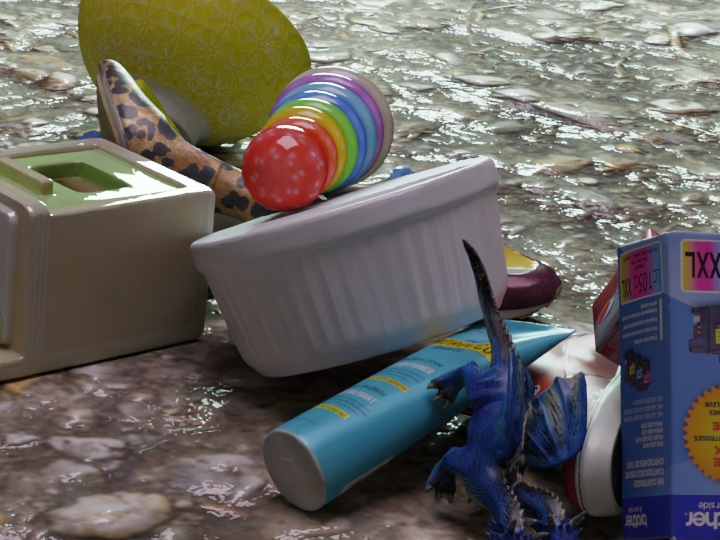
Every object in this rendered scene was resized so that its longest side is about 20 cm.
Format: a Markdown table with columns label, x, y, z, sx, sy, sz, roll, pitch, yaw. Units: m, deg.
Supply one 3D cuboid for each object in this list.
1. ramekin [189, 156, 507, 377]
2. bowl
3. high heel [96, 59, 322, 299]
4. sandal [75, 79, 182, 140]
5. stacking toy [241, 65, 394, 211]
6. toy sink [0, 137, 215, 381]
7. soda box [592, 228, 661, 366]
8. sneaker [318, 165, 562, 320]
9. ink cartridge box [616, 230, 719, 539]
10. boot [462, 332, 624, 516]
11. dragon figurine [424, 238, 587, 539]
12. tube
| label | x | y | z | sx | sy | sz | roll | pitch | yaw |
| --- | --- | --- | --- | --- | --- | --- | --- | --- | --- |
| ramekin | 0.000 | 0.000 | 1.459 | 0.202 | 0.094 | 0.202 | -16 | 3 | 1 |
| bowl | -0.150 | -0.157 | 1.886 | 0.200 | 0.200 | 0.108 | 14 | 64 | 21 |
| high heel | -0.096 | -0.074 | 1.616 | 0.143 | 0.071 | 0.200 | -17 | 69 | -17 |
| sandal | -0.166 | -0.061 | 1.723 | 0.087 | 0.079 | 0.200 | -32 | 30 | 4 |
| stacking toy | -0.036 | -0.078 | 1.518 | 0.085 | 0.085 | 0.200 | 9 | 15 | 9 |
| toy sink | -0.212 | -0.013 | 1.490 | 0.200 | 0.112 | 0.130 | -11 | 26 | -40 |
| soda box | 0.234 | 0.061 | 1.368 | 0.200 | 0.063 | 0.070 | 32 | 21 | -9 |
| sneaker | 0.045 | -0.023 | 1.628 | 0.200 | 0.090 | 0.075 | 10 | 20 | 11 |
| ink cartridge box | 0.217 | 0.083 | 1.278 | 0.136 | 0.200 | 0.076 | 2 | -6 | -14 |
| boot | 0.100 | 0.087 | 1.385 | 0.144 | 0.072 | 0.200 | 2 | 19 | 12 |
| dragon figurine | 0.087 | 0.079 | 1.285 | 0.059 | 0.200 | 0.099 | 18 | -18 | -31 |
| tube | 0.032 | 0.073 | 1.350 | 0.077 | 0.050 | 0.200 | 13 | 32 | 44 |
